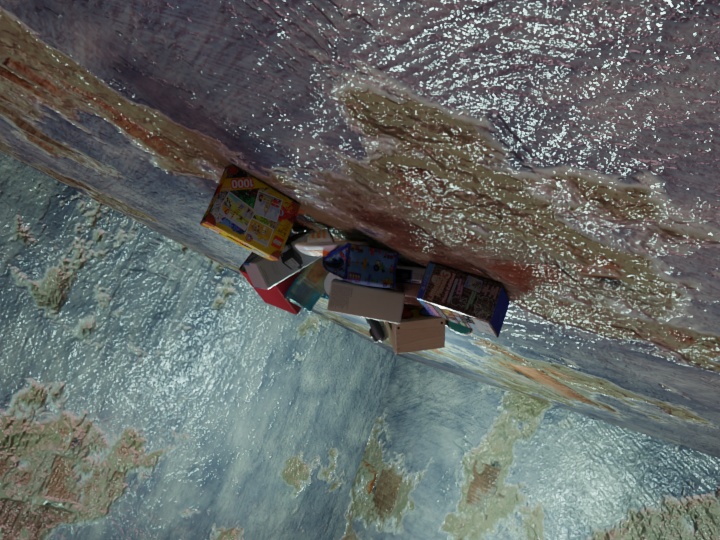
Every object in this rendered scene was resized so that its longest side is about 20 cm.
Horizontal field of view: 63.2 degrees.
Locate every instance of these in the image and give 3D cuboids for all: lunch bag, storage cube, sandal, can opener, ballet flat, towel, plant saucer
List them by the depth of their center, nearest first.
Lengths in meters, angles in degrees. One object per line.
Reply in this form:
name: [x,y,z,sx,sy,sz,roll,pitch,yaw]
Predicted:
lunch bag: [-0.009,-0.006,1.555,0.146,0.097,0.199,10,173,-24]
sandal: [-0.074,-0.079,1.565,0.199,0.061,0.079,-1,163,7]
plant saucer: [0.127,0.072,1.636,0.193,0.036,0.201,6,168,1]
can opener: [0.036,0.116,1.748,0.052,0.205,0.067,-12,158,-16]
towel: [-0.143,0.031,1.853,0.022,0.202,0.146,40,-177,37]
ballet flat: [0.299,0.157,1.908,0.197,0.071,0.069,19,170,43]
storage cube: [-0.255,0.009,1.916,0.196,0.173,0.181,15,150,38]

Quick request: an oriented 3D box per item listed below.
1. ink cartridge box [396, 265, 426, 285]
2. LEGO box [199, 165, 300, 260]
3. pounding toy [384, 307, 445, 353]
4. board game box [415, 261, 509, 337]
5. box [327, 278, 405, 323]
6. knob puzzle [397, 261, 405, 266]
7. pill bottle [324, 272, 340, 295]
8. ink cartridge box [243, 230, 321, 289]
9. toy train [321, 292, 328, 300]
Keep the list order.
ink cartridge box: [0.143,0.032,1.616,0.096,0.041,0.200,5,168,7]
LEGO box: [-0.267,-0.137,1.423,0.197,0.153,0.077,27,168,-26]
pounding toy: [0.143,0.132,1.769,0.178,0.147,0.201,-5,-157,-8]
board game box: [0.260,0.075,1.471,0.195,0.099,0.159,18,168,26]
box: [0.015,0.078,1.522,0.193,0.085,0.068,11,-176,2]
knob puzzle: [0.059,-0.013,1.657,0.214,0.031,0.220,23,169,5]
pill bottle: [-0.033,0.057,1.886,0.110,0.116,0.199,16,177,30]
ink cartridge box: [-0.223,-0.032,1.692,0.144,0.197,0.086,-1,118,64]
toy train: [-0.177,0.016,2.055,0.195,0.119,0.085,23,169,-1]
